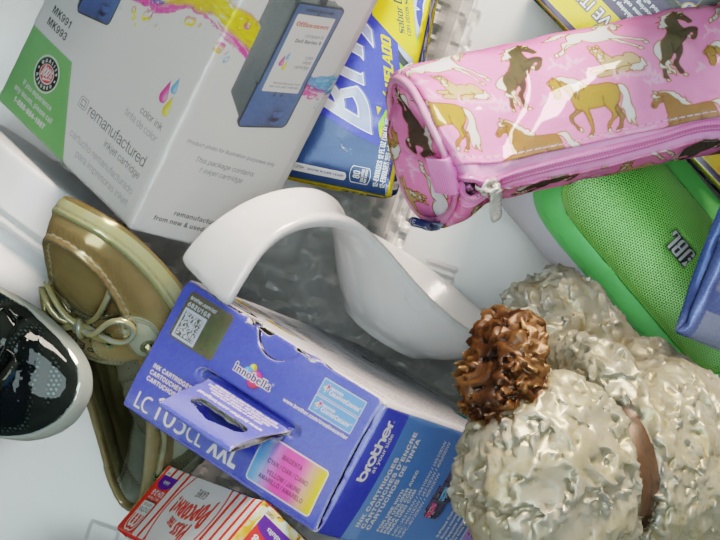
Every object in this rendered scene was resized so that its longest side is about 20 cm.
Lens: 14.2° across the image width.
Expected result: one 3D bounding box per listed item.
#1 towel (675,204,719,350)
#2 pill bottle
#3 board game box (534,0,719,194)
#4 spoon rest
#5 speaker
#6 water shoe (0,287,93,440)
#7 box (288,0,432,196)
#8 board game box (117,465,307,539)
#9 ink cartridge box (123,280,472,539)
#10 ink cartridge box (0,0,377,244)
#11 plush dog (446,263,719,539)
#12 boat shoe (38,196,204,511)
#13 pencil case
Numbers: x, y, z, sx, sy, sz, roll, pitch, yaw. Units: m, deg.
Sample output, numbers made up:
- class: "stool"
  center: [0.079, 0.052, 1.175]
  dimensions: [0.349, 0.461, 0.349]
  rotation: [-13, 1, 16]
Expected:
- class: "towel"
  center: [0.246, -0.011, 1.458]
  dimensions: [0.199, 0.024, 0.148]
  rotation: [19, 94, -42]
- class: "pill bottle"
  center: [-0.220, 0.027, 1.499]
  dimensions: [0.114, 0.114, 0.200]
  rotation: [38, 93, -1]
- class: "board game box"
  center: [0.214, -0.132, 1.511]
  dimensions: [0.165, 0.057, 0.200]
  rotation: [-44, 92, 5]
- class: "spoon rest"
  center: [0.000, 0.000, 1.461]
  dimensions: [0.099, 0.199, 0.061]
  rotation: [44, 108, 36]
- class: "speaker"
  center: [0.153, -0.005, 1.505]
  dimensions: [0.088, 0.088, 0.200]
  rotation: [-41, 92, 3]
- class: "water shoe"
  center: [-0.225, 0.025, 1.403]
  dimensions: [0.199, 0.079, 0.072]
  rotation: [28, 93, 3]
- class: "box"
  center: [0.007, -0.142, 1.499]
  dimensions: [0.064, 0.070, 0.202]
  rotation: [11, 93, 4]
- class: "board game box"
  center: [-0.018, 0.186, 1.451]
  dimensions: [0.200, 0.151, 0.046]
  rotation: [45, 78, -17]
- class: "ink cartridge box"
  center: [-0.021, 0.076, 1.437]
  dimensions: [0.136, 0.200, 0.077]
  rotation: [30, 92, 32]
- class: "ink cartridge box"
  center: [-0.078, -0.132, 1.448]
  dimensions: [0.145, 0.087, 0.201]
  rotation: [43, 110, 42]
- class: "plush dog"
  center: [0.110, 0.100, 1.371]
  dimensions: [0.160, 0.171, 0.202]
  rotation: [-5, 94, 42]
- class: "boat shoe"
  center: [-0.123, 0.045, 1.466]
  dimensions: [0.073, 0.201, 0.063]
  rotation: [28, 62, 28]
- class: "pencil case"
  center: [0.112, -0.078, 1.421]
  dimensions: [0.199, 0.083, 0.087]
  rotation: [-14, 79, -18]
